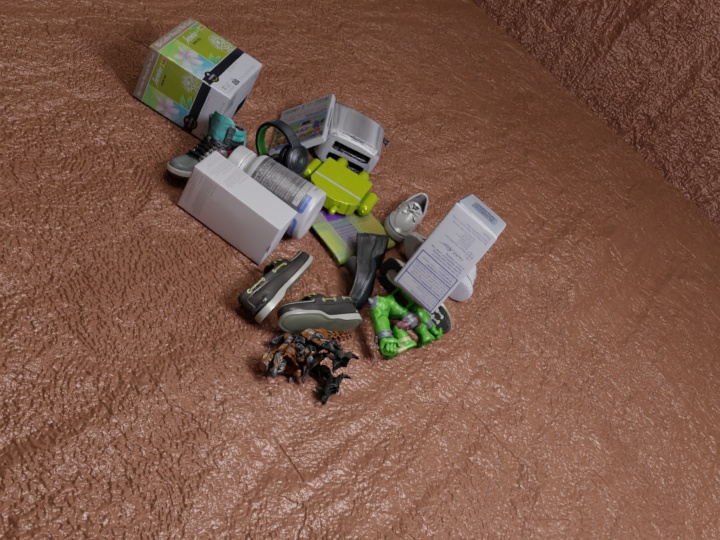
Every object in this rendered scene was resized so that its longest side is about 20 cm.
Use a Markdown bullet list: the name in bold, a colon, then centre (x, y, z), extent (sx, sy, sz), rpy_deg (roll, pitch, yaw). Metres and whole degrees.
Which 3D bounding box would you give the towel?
- **towel**: centre (-0.020, -0.086, 1.540), extent (0.199, 0.023, 0.144), rpy_deg (-22, 67, -47)

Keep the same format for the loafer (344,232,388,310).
- **loafer**: centre (0.000, 0.000, 1.434), extent (0.072, 0.073, 0.201), rpy_deg (16, 46, 7)

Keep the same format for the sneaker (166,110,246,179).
- **sneaker**: centre (-0.300, -0.256, 1.397), extent (0.083, 0.122, 0.200), rpy_deg (30, 32, 21)

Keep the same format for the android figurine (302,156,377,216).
- **android figurine**: centre (-0.049, -0.189, 1.575), extent (0.181, 0.041, 0.200), rpy_deg (31, 38, 0)

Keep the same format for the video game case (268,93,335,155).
- **video game case**: centre (-0.135, -0.338, 1.626), extent (0.201, 0.142, 0.018), rpy_deg (-83, 152, -48)

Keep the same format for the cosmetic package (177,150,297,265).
- **cosmetic package**: centre (-0.236, -0.119, 1.332), extent (0.199, 0.108, 0.085), rpy_deg (37, 37, -3)

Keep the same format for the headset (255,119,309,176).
- **headset**: centre (-0.168, -0.221, 1.492), extent (0.094, 0.123, 0.201), rpy_deg (-34, 100, -40)

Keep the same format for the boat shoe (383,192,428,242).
- **boat shoe**: centre (0.116, -0.131, 1.647), extent (0.072, 0.066, 0.200), rpy_deg (43, 32, 3)

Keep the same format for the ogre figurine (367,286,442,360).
- **ogre figurine**: centre (0.083, 0.099, 1.374), extent (0.199, 0.098, 0.121), rpy_deg (-17, 73, -34)

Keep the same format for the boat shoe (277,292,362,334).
- **boat shoe**: centre (-0.081, 0.075, 1.276), extent (0.200, 0.072, 0.061), rpy_deg (9, 52, -50)

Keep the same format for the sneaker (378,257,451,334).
- **sneaker**: centre (0.133, 0.047, 1.490), extent (0.200, 0.077, 0.088), rpy_deg (50, 31, 12)

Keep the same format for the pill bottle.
- **pill bottle**: centre (-0.180, -0.160, 1.407), extent (0.199, 0.114, 0.114), rpy_deg (32, 37, 2)

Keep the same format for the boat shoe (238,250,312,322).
- **boat shoe**: centre (-0.153, 0.014, 1.281), extent (0.060, 0.072, 0.201), rpy_deg (40, 38, -4)

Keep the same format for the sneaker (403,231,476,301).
- **sneaker**: centre (0.189, -0.025, 1.605), extent (0.200, 0.075, 0.115), rpy_deg (43, 37, -1)

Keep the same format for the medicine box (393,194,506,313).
- **medicine box**: centre (0.179, -0.037, 1.370), extent (0.103, 0.200, 0.182), rpy_deg (41, 19, 5)

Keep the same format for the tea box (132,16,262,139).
- **tea box**: centre (-0.353, -0.418, 1.524), extent (0.196, 0.134, 0.201), rpy_deg (31, 38, -8)

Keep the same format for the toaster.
- **toaster**: centre (-0.024, -0.310, 1.696), extent (0.199, 0.114, 0.130), rpy_deg (25, 43, -16)

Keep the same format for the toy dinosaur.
- **toy dinosaur**: centre (-0.080, 0.141, 1.209), extent (0.135, 0.103, 0.200), rpy_deg (36, 56, 26)
